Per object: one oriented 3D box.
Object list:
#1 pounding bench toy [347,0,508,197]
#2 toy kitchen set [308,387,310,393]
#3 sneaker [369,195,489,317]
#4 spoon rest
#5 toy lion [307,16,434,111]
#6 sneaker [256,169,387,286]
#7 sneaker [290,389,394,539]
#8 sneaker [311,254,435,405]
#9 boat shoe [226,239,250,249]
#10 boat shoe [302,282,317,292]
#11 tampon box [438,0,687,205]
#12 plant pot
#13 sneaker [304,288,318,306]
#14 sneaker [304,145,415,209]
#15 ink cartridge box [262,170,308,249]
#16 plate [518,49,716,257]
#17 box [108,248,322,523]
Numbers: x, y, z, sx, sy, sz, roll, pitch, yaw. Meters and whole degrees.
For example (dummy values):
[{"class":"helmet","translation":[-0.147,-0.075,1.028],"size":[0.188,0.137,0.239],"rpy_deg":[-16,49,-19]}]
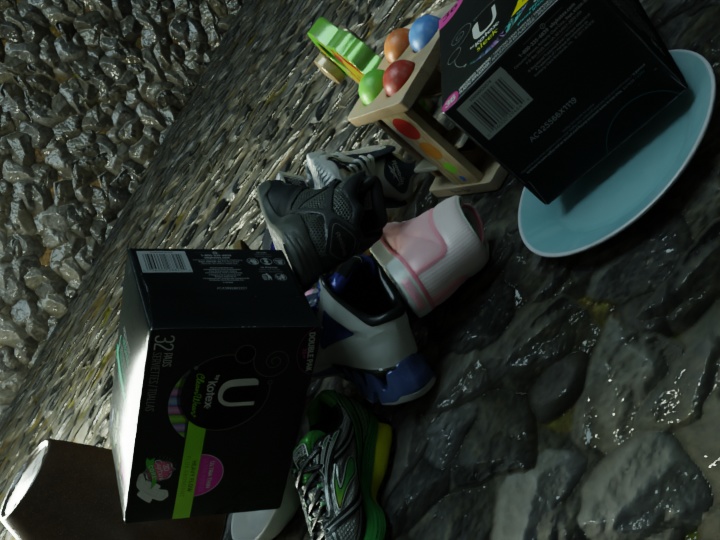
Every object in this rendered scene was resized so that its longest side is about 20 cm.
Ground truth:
[{"class":"pounding bench toy","translation":[0.068,-0.177,0.984],"size":[0.126,0.155,0.199],"rpy_deg":[-59,22,-13]},{"class":"toy kitchen set","translation":[-0.170,0.110,1.036],"size":[0.199,0.179,0.165],"rpy_deg":[-30,30,47]},{"class":"sneaker","translation":[0.068,-0.023,0.886],"size":[0.104,0.076,0.200],"rpy_deg":[-38,14,0]},{"class":"spoon rest","translation":[-0.071,0.174,0.896],"size":[0.202,0.060,0.099],"rpy_deg":[-60,22,-15]},{"class":"toy lion","translation":[0.008,-0.247,1.137],"size":[0.069,0.200,0.191],"rpy_deg":[-49,-16,5]},{"class":"sneaker","translation":[-0.038,-0.054,0.903],"size":[0.112,0.078,0.199],"rpy_deg":[-23,21,-10]},{"class":"sneaker","translation":[-0.028,0.187,0.753],"size":[0.078,0.085,0.202],"rpy_deg":[-41,26,31]},{"class":"sneaker","translation":[-0.016,0.041,0.840],"size":[0.080,0.118,0.197],"rpy_deg":[-25,22,-37]},{"class":"boat shoe","translation":[-0.128,0.032,1.055],"size":[0.064,0.200,0.073],"rpy_deg":[-29,66,0]},{"class":"boat shoe","translation":[-0.047,-0.039,1.166],"size":[0.203,0.071,0.062],"rpy_deg":[-61,34,10]},{"class":"tampon box","translation":[0.159,-0.189,0.783],"size":[0.150,0.126,0.202],"rpy_deg":[-42,24,27]},{"class":"plant pot","translation":[-0.278,0.272,0.996],"size":[0.187,0.199,0.188],"rpy_deg":[-43,23,24]},{"class":"sneaker","translation":[-0.039,0.050,0.956],"size":[0.199,0.081,0.072],"rpy_deg":[-25,66,57]},{"class":"sneaker","translation":[0.007,-0.104,1.043],"size":[0.127,0.081,0.199],"rpy_deg":[-14,2,-5]},{"class":"ink cartridge box","translation":[-0.084,-0.050,1.056],"size":[0.200,0.038,0.102],"rpy_deg":[-125,48,-74]},{"class":"plate","translation":[0.208,-0.090,0.744],"size":[0.200,0.025,0.202],"rpy_deg":[-45,23,25]},{"class":"box","translation":[-0.134,0.098,0.801],"size":[0.125,0.146,0.203],"rpy_deg":[-124,41,-52]}]
